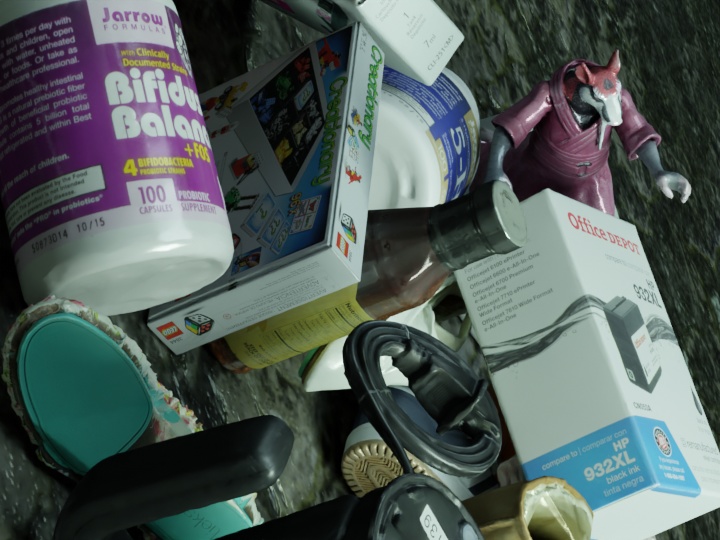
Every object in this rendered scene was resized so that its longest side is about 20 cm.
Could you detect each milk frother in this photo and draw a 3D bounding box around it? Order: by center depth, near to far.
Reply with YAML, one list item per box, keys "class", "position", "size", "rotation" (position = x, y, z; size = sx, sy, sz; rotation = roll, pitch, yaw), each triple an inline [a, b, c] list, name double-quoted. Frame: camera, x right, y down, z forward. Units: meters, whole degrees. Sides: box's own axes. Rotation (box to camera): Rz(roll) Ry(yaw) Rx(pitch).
- class: "milk frother"
  position: [-0.030, 0.138, 0.977]
  size: [0.200, 0.187, 0.181]
  rotation: [-30, 99, -62]

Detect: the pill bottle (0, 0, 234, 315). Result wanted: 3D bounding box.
- class: "pill bottle"
  position: [-0.139, -0.085, 1.036]
  size: [0.112, 0.112, 0.201]
  rotation: [11, 61, -62]

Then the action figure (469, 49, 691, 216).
- class: "action figure"
  position: [0.151, -0.088, 1.382]
  size: [0.200, 0.133, 0.150]
  rotation: [106, -7, -50]

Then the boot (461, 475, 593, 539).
- class: "boot"
  position: [0.038, 0.165, 1.097]
  size: [0.175, 0.199, 0.067]
  rotation: [2, 69, -64]

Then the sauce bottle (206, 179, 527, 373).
- class: "sauce bottle"
  position: [0.000, 0.000, 1.151]
  size: [0.066, 0.199, 0.066]
  rotation: [46, 31, -39]

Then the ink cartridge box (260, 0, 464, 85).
- class: "ink cartridge box"
  position: [-0.048, -0.207, 1.260]
  size: [0.200, 0.044, 0.173]
  rotation: [32, -6, 44]

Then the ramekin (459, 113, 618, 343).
- class: "ramekin"
  position: [0.133, -0.033, 1.579]
  size: [0.200, 0.097, 0.201]
  rotation: [45, 34, -41]

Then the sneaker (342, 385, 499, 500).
- class: "sneaker"
  position: [0.064, 0.139, 1.314]
  size: [0.200, 0.070, 0.109]
  rotation: [50, 32, -30]

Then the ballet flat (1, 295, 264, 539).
- class: "ballet flat"
  position: [-0.122, 0.080, 1.015]
  size: [0.200, 0.075, 0.064]
  rotation: [57, -4, -35]

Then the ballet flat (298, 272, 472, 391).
- class: "ballet flat"
  position: [0.033, 0.033, 1.257]
  size: [0.070, 0.069, 0.200]
  rotation: [64, 33, -11]

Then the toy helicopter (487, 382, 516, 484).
- class: "toy helicopter"
  position: [0.088, 0.106, 1.387]
  size: [0.200, 0.079, 0.132]
  rotation: [46, 4, -10]

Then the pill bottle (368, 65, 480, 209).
- class: "pill bottle"
  position: [0.016, -0.080, 1.341]
  size: [0.120, 0.119, 0.200]
  rotation: [65, 21, -9]

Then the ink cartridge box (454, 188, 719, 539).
- class: "ink cartridge box"
  position: [0.147, 0.063, 1.271]
  size: [0.145, 0.083, 0.201]
  rotation: [16, 51, -58]

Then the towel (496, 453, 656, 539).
- class: "towel"
  position: [0.160, 0.203, 1.323]
  size: [0.191, 0.032, 0.201]
  rotation: [-10, 83, -65]

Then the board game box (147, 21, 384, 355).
- class: "board game box"
  position: [-0.053, -0.052, 1.171]
  size: [0.035, 0.126, 0.201]
  rotation: [50, 31, -34]
